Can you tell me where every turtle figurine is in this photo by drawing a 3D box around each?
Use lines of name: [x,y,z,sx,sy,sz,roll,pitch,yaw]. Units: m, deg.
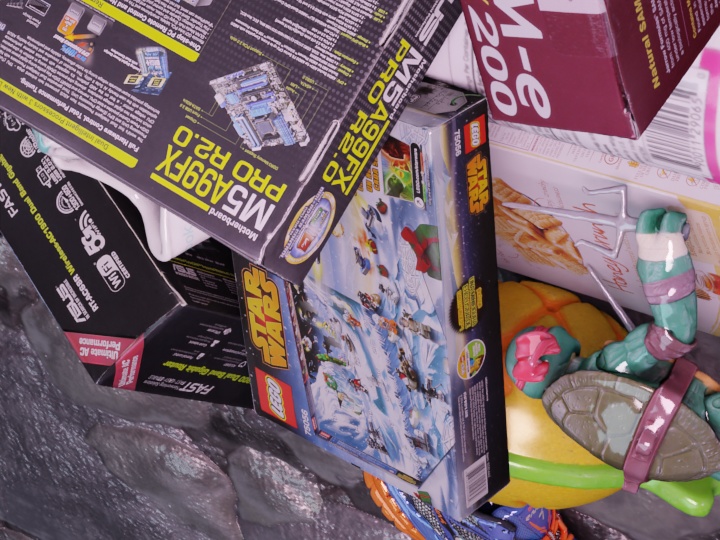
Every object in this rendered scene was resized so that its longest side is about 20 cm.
turtle figurine: [0.139,0.051,0.830,0.200,0.101,0.150,26,161,12]

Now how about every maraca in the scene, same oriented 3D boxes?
maraca: [0.102,0.068,0.944,0.200,0.137,0.107,16,123,1]

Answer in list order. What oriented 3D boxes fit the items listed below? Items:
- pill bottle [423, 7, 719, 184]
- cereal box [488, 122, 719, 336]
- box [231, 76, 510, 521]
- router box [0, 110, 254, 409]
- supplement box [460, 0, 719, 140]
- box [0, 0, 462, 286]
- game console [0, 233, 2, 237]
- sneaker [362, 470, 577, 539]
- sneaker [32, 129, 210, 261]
pill bottle: [0.090,-0.111,0.789,0.200,0.113,0.113,18,139,26]
cereal box: [0.105,-0.030,0.890,0.200,0.040,0.144,17,160,27]
box: [0.000,0.000,0.841,0.137,0.040,0.200,24,132,38]
router box: [-0.099,-0.007,0.974,0.062,0.200,0.150,-41,66,15]
supplement box: [0.104,-0.149,0.660,0.061,0.200,0.109,10,135,34]
box: [-0.068,-0.111,0.766,0.200,0.160,0.044,30,180,24]
game console: [-0.226,-0.075,1.018,0.172,0.200,0.119,42,141,44]
sneaker: [0.091,0.159,1.118,0.200,0.075,0.078,39,141,-3]
sneaker: [-0.127,-0.093,0.850,0.200,0.089,0.075,48,145,-11]
